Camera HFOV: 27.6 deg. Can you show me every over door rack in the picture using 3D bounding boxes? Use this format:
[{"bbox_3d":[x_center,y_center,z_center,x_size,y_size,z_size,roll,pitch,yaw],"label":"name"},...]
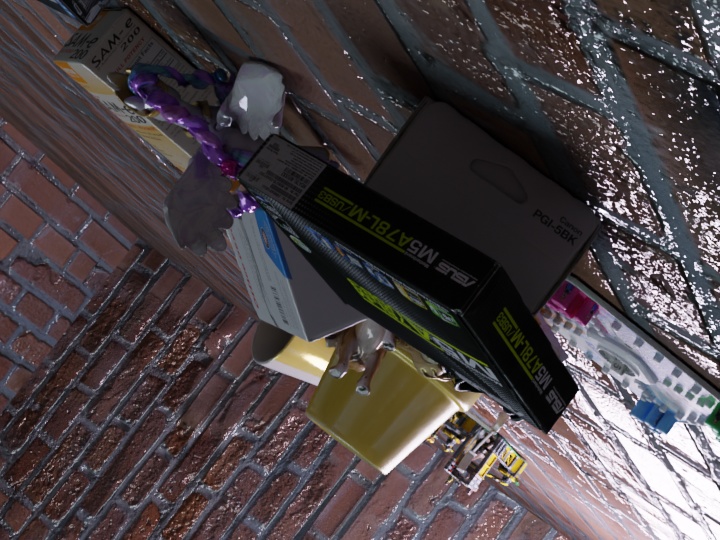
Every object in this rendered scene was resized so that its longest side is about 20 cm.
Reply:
[{"bbox_3d":[0.131,0.200,2.132,0.148,0.067,0.200,37,152,6],"label":"over door rack"}]

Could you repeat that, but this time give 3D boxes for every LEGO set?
[{"bbox_3d":[0.175,0.318,2.502,0.200,0.116,0.154,34,172,27],"label":"LEGO set"}]

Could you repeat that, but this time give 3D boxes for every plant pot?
[{"bbox_3d":[0.036,0.144,1.839,0.201,0.189,0.201,36,173,5],"label":"plant pot"}]

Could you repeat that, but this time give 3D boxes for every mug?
[{"bbox_3d":[-0.072,0.127,2.429,0.153,0.150,0.187,32,-178,-26],"label":"mug"}]

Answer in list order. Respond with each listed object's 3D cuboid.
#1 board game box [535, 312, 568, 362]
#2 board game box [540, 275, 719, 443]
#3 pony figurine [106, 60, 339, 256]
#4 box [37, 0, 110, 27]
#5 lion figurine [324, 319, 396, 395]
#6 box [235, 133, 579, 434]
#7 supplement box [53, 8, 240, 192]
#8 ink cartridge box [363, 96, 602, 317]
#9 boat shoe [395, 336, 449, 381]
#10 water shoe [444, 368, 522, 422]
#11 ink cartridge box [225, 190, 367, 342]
[{"bbox_3d":[0.104,0.029,1.276,0.135,0.034,0.200,56,171,-3],"label":"board game box"},{"bbox_3d":[0.216,0.077,1.233,0.200,0.026,0.200,39,173,-5],"label":"board game box"},{"bbox_3d":[-0.109,-0.105,1.265,0.200,0.167,0.193,23,-168,-45],"label":"pony figurine"},{"bbox_3d":[-0.324,-0.311,1.283,0.158,0.050,0.200,30,170,43],"label":"box"},{"bbox_3d":[0.016,0.055,1.629,0.072,0.123,0.200,29,135,-7],"label":"lion figurine"},{"bbox_3d":[0.034,0.010,0.962,0.200,0.048,0.193,32,167,33],"label":"box"},{"bbox_3d":[-0.198,-0.170,1.463,0.200,0.074,0.126,41,171,-24],"label":"supplement box"},{"bbox_3d":[0.075,-0.027,1.037,0.147,0.083,0.200,37,172,5],"label":"ink cartridge box"},{"bbox_3d":[0.091,0.091,1.668,0.074,0.066,0.200,14,-167,-38],"label":"boat shoe"},{"bbox_3d":[0.111,0.085,1.552,0.200,0.079,0.072,33,171,32],"label":"water shoe"},{"bbox_3d":[-0.070,-0.017,1.547,0.200,0.084,0.145,16,126,70],"label":"ink cartridge box"}]
